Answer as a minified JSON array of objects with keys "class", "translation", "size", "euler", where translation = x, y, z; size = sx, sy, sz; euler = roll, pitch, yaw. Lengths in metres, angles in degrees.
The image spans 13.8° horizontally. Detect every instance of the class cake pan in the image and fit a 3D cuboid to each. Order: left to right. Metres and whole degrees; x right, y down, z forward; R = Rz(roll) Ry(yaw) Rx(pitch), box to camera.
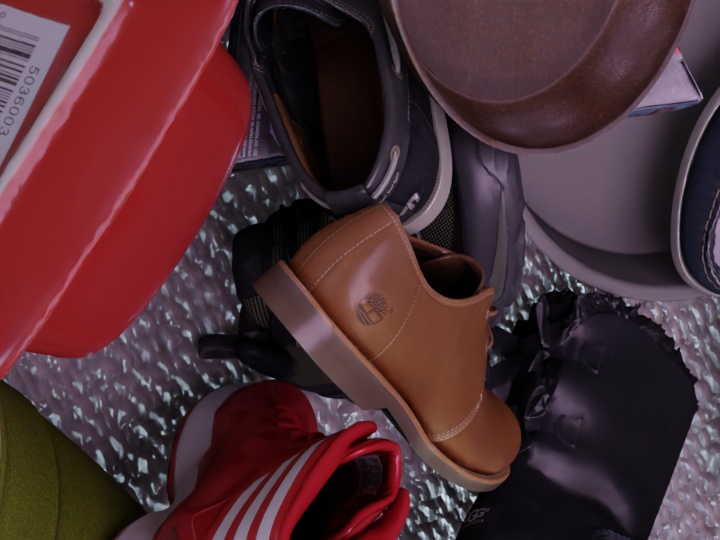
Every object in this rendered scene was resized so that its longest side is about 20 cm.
[{"class":"cake pan","translation":[0.141,-0.087,1.359],"size":[0.200,0.037,0.201],"euler":[-6,105,-21]}]

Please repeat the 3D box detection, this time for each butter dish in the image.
[{"class":"butter dish","translation":[-0.124,-0.048,1.202],"size":[0.200,0.199,0.148],"euler":[-58,140,-2]}]

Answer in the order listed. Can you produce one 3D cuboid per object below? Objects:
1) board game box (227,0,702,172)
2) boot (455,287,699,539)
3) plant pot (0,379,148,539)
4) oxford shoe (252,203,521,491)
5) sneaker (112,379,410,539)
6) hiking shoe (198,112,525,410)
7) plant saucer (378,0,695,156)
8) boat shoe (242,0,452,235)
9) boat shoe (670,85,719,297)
[{"class":"board game box","translation":[0.048,-0.131,1.268],"size":[0.199,0.062,0.201],"euler":[6,89,-6]},{"class":"boot","translation":[0.120,0.116,1.357],"size":[0.198,0.073,0.163],"euler":[39,54,-28]},{"class":"plant pot","translation":[-0.149,0.155,1.233],"size":[0.193,0.200,0.201],"euler":[34,89,-38]},{"class":"oxford shoe","translation":[0.031,0.033,1.191],"size":[0.071,0.071,0.200],"euler":[-42,150,1]},{"class":"sneaker","translation":[-0.021,0.090,1.214],"size":[0.115,0.200,0.079],"euler":[-21,109,22]},{"class":"hiking shoe","translation":[0.000,0.000,1.251],"size":[0.100,0.076,0.200],"euler":[4,147,-22]},{"class":"plant saucer","translation":[0.066,-0.147,1.175],"size":[0.200,0.034,0.201],"euler":[-12,106,-46]},{"class":"boat shoe","translation":[-0.017,-0.112,1.180],"size":[0.068,0.072,0.201],"euler":[10,61,-61]},{"class":"boat shoe","translation":[0.210,-0.073,1.336],"size":[0.075,0.062,0.200],"euler":[35,90,-27]}]
